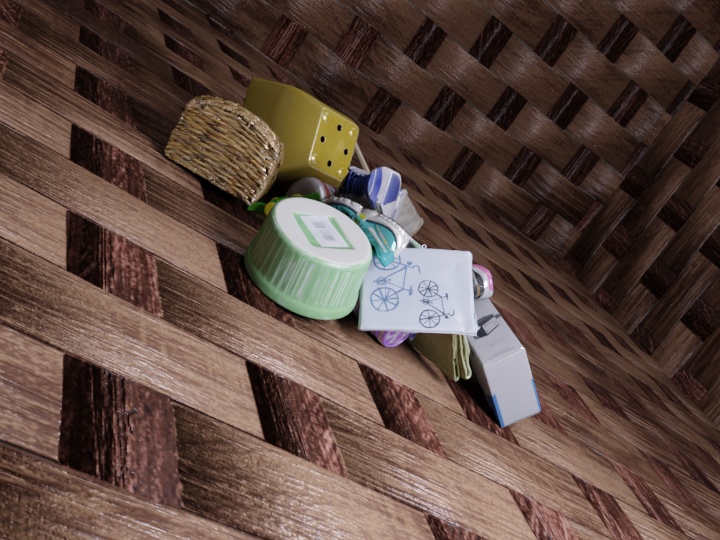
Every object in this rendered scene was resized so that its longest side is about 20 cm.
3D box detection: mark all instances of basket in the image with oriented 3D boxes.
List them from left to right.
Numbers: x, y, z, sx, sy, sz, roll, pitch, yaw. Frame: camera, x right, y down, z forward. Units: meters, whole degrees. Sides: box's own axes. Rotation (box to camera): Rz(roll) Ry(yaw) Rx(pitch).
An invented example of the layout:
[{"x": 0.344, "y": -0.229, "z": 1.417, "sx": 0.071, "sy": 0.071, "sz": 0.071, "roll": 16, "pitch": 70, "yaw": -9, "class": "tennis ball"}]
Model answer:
[{"x": -0.238, "y": -0.235, "z": 1.651, "sx": 0.197, "sy": 0.145, "sz": 0.149, "roll": 30, "pitch": 14, "yaw": -2, "class": "basket"}]

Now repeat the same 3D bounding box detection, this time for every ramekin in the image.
[{"x": -0.077, "y": -0.026, "z": 1.417, "sx": 0.196, "sy": 0.099, "sz": 0.202, "roll": 22, "pitch": 30, "yaw": -13, "class": "ramekin"}]

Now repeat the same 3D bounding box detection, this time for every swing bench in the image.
[{"x": 0.026, "y": -0.161, "z": 2.044, "sx": 0.200, "sy": 0.130, "sz": 0.199, "roll": 47, "pitch": -1, "yaw": 23, "class": "swing bench"}]

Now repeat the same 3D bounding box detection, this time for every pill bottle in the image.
[{"x": -0.057, "y": -0.104, "z": 1.784, "sx": 0.198, "sy": 0.113, "sz": 0.113, "roll": 22, "pitch": 20, "yaw": -48, "class": "pill bottle"}]

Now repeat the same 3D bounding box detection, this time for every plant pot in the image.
[{"x": -0.117, "y": -0.259, "z": 1.799, "sx": 0.197, "sy": 0.200, "sz": 0.193, "roll": 11, "pitch": -6, "yaw": 42, "class": "plant pot"}]

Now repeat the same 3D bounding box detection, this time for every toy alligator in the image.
[{"x": -0.111, "y": -0.111, "z": 1.647, "sx": 0.059, "sy": 0.195, "sz": 0.056, "roll": -77, "pitch": 158, "yaw": -75, "class": "toy alligator"}]

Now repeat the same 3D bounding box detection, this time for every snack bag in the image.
[{"x": 0.096, "y": 0.031, "z": 1.481, "sx": 0.195, "sy": 0.022, "sz": 0.191, "roll": 2, "pitch": 47, "yaw": 0, "class": "snack bag"}]

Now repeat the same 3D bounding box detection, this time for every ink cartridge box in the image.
[{"x": 0.243, "y": 0.162, "z": 1.634, "sx": 0.201, "sy": 0.082, "sz": 0.147, "roll": -115, "pitch": -177, "yaw": -61, "class": "ink cartridge box"}]

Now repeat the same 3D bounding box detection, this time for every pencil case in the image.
[{"x": 0.016, "y": 0.044, "z": 1.563, "sx": 0.200, "sy": 0.086, "sz": 0.083, "roll": 44, "pitch": 17, "yaw": 27, "class": "pencil case"}]

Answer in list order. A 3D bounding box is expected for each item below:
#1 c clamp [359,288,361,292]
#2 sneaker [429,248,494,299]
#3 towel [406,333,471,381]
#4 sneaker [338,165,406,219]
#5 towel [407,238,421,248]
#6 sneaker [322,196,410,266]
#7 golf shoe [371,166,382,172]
[{"x": -0.012, "y": -0.037, "z": 1.567, "sx": 0.167, "sy": 0.027, "sz": 0.202, "roll": 14, "pitch": 48, "yaw": 7, "class": "c clamp"}, {"x": 0.150, "y": 0.010, "z": 1.679, "sx": 0.197, "sy": 0.082, "sz": 0.085, "roll": 9, "pitch": 16, "yaw": 41, "class": "sneaker"}, {"x": 0.119, "y": 0.093, "z": 1.554, "sx": 0.036, "sy": 0.151, "sz": 0.199, "roll": -28, "pitch": 42, "yaw": -26, "class": "towel"}, {"x": 0.011, "y": -0.137, "z": 1.568, "sx": 0.113, "sy": 0.082, "sz": 0.199, "roll": 20, "pitch": -3, "yaw": 9, "class": "sneaker"}, {"x": 0.040, "y": -0.068, "z": 1.909, "sx": 0.199, "sy": 0.023, "sz": 0.153, "roll": 41, "pitch": -30, "yaw": 10, "class": "towel"}, {"x": -0.007, "y": -0.067, "z": 1.513, "sx": 0.198, "sy": 0.080, "sz": 0.078, "roll": 25, "pitch": -13, "yaw": 41, "class": "sneaker"}, {"x": 0.015, "y": -0.116, "z": 1.727, "sx": 0.079, "sy": 0.095, "sz": 0.204, "roll": 84, "pitch": 4, "yaw": -55, "class": "golf shoe"}]
